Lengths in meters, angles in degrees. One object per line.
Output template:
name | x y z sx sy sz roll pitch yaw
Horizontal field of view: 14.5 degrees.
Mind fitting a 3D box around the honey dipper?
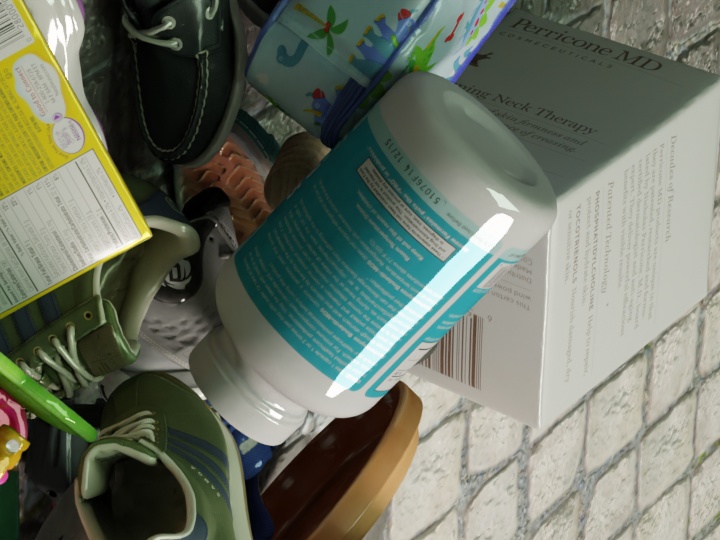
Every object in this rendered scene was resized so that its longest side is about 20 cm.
honey dipper | -0.017 -0.084 1.633 0.200 0.038 0.038 -66 163 -62

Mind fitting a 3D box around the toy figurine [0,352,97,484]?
toy figurine | -0.253 0.090 1.337 0.200 0.150 0.184 41 83 -27

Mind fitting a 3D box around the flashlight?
flashlight | -0.169 0.172 1.606 0.068 0.068 0.201 -19 119 -48

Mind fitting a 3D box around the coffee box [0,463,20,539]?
coffee box | -0.236 0.165 1.453 0.122 0.044 0.201 -4 118 -16

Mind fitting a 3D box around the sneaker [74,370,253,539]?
sneaker | -0.105 0.102 1.412 0.067 0.200 0.090 -35 129 10

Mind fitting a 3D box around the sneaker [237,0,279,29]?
sneaker | -0.008 -0.229 1.546 0.201 0.075 0.114 -63 -177 -17

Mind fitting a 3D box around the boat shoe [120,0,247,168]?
boat shoe | -0.100 -0.151 1.499 0.060 0.075 0.201 -12 108 -54

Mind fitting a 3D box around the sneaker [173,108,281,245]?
sneaker | -0.051 -0.035 1.659 0.200 0.071 0.080 66 34 -43

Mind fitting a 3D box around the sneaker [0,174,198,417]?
sneaker | -0.161 0.032 1.480 0.200 0.090 0.067 -56 149 -19

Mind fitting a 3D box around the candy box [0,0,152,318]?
candy box | -0.186 -0.071 1.365 0.102 0.026 0.200 -26 124 0

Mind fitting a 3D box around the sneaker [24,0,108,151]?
sneaker | -0.183 -0.095 1.398 0.099 0.075 0.201 -32 130 -26

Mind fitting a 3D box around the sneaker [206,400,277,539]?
sneaker | -0.084 0.077 1.648 0.075 0.088 0.201 -37 136 -38

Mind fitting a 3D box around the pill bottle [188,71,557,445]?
pill bottle | 0.000 0.000 1.481 0.200 0.111 0.111 -45 153 17

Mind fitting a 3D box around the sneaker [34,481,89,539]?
sneaker | -0.111 0.180 1.477 0.075 0.115 0.200 -53 -165 10

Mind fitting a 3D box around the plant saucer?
plant saucer | -0.031 0.151 1.706 0.200 0.032 0.200 -47 -172 9

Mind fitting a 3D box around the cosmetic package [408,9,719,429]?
cosmetic package | 0.105 -0.037 1.793 0.200 0.167 0.167 -35 136 -43

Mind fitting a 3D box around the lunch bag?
lunch bag | 0.033 -0.158 1.533 0.200 0.082 0.161 -53 169 7

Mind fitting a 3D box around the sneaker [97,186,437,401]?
sneaker | -0.052 0.008 1.573 0.199 0.075 0.116 -9 99 -20
